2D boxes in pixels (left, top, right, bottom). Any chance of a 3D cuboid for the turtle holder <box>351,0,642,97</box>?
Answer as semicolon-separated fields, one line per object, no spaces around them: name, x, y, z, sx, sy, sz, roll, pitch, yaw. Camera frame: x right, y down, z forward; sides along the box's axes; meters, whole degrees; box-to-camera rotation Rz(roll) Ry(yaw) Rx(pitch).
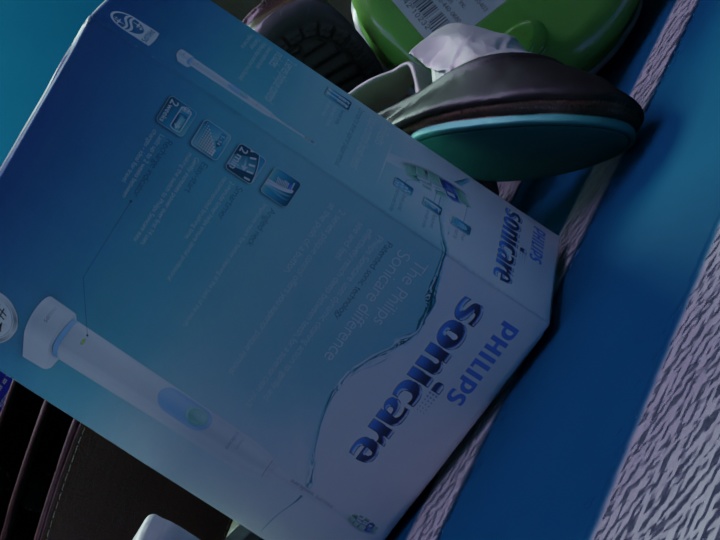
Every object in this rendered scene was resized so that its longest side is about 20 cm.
turtle holder;0.074;-0.157;0.864;0.132;0.140;0.187;76;-144;-75

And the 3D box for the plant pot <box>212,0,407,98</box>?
plant pot;0.001;-0.137;1.034;0.188;0.199;0.187;-57;6;8

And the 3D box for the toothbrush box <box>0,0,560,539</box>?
toothbrush box;-0.043;0.003;0.694;0.147;0.199;0.085;-55;5;25

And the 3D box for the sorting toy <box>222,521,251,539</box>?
sorting toy;-0.096;0.104;0.987;0.180;0.106;0.202;-37;49;48

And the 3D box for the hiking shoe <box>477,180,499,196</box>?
hiking shoe;0.002;0.031;0.871;0.201;0.076;0.101;-52;-7;3

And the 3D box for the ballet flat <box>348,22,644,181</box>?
ballet flat;0.031;-0.063;0.753;0.199;0.068;0.069;-18;63;42

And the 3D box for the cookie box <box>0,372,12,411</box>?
cookie box;-0.187;0.136;1.165;0.076;0.199;0.171;-60;7;-36

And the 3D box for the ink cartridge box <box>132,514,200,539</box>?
ink cartridge box;-0.091;0.200;0.615;0.146;0.087;0.200;-56;4;18

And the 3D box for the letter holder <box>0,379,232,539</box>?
letter holder;-0.121;0.061;0.869;0.142;0.100;0.202;26;-95;-59

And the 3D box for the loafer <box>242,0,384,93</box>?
loafer;-0.026;-0.071;0.881;0.073;0.071;0.201;-27;-32;-6
